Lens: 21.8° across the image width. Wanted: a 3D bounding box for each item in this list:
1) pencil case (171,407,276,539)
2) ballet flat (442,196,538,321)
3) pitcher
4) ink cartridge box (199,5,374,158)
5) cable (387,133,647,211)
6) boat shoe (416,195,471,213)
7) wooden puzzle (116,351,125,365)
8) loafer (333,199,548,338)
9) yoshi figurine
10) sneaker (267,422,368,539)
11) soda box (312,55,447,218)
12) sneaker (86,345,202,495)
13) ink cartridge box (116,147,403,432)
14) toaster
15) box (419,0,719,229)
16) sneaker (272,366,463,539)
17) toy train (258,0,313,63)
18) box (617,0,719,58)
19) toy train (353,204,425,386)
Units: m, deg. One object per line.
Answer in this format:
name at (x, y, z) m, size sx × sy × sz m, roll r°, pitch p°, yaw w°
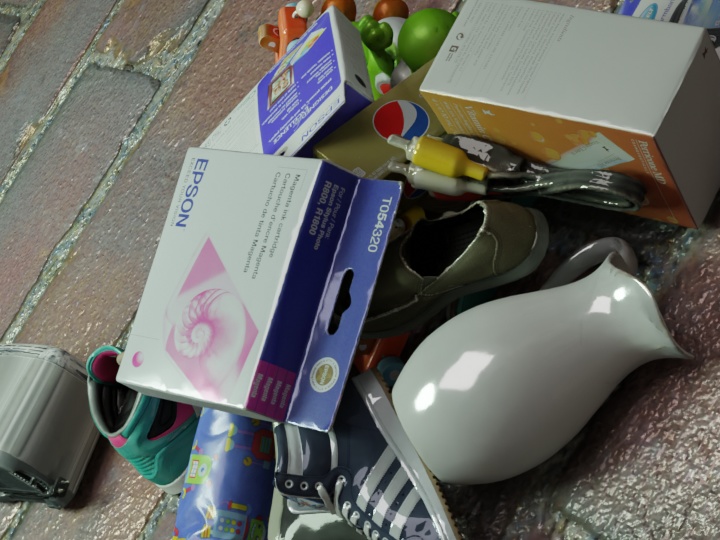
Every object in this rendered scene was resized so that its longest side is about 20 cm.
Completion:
pencil case at (-0.103, 0.145, 1.526) m, size 0.087 × 0.078 × 0.201 m, roll -6°, pitch 69°, yaw 43°
ballet flat at (0.100, -0.045, 1.494) m, size 0.064 × 0.067 × 0.200 m, roll 19°, pitch 69°, yaw 30°
pitcher at (0.125, 0.058, 1.360) m, size 0.200 × 0.121 × 0.172 m, roll -32°, pitch 21°, yaw 11°
ink cartridge box at (-0.070, -0.104, 1.555) m, size 0.198 × 0.043 × 0.200 m, roll -44°, pitch 23°, yaw 20°
cable at (0.118, -0.058, 1.388) m, size 0.200 × 0.097 × 0.050 m, roll 19°, pitch 73°, yaw 27°
boat shoe at (0.043, -0.098, 1.609) m, size 0.200 × 0.064 × 0.071 m, roll 11°, pitch 70°, yaw 52°
wooden puzzle at (-0.103, -0.003, 1.569) m, size 0.185 × 0.037 × 0.200 m, roll -23°, pitch 27°, yaw 50°
loafer at (0.046, -0.010, 1.416) m, size 0.200 × 0.070 × 0.075 m, roll -26°, pitch 50°, yaw 33°
yoshi figurine at (0.044, -0.205, 1.663) m, size 0.112 × 0.112 × 0.200 m, roll -43°, pitch 37°, yaw -1°
sneaker at (-0.009, 0.140, 1.473) m, size 0.106 × 0.075 × 0.200 m, roll -18°, pitch 58°, yaw 33°
soda box at (0.054, -0.114, 1.510) m, size 0.064 × 0.068 × 0.200 m, roll 38°, pitch 62°, yaw 25°
sneaker at (-0.181, 0.085, 1.658) m, size 0.084 × 0.121 × 0.200 m, roll -19°, pitch 48°, yaw 38°
ink cartridge box at (-0.079, 0.009, 1.406) m, size 0.200 × 0.043 × 0.197 m, roll 7°, pitch 76°, yaw 41°
toaster at (-0.319, 0.145, 1.771) m, size 0.200 × 0.114 × 0.129 m, roll -4°, pitch 56°, yaw 49°
box at (0.166, -0.120, 1.389) m, size 0.200 × 0.124 × 0.098 m, roll 15°, pitch 67°, yaw 34°
sneaker at (0.007, 0.177, 1.353) m, size 0.108 × 0.070 × 0.200 m, roll -25°, pitch 64°, yaw -4°
toy train at (-0.072, -0.145, 1.709) m, size 0.150 × 0.055 × 0.200 m, roll 101°, pitch 166°, yaw -47°
box at (0.285, -0.204, 1.450) m, size 0.200 × 0.041 × 0.119 m, roll 18°, pitch 75°, yaw 55°
toy train at (0.000, 0.000, 1.550) m, size 0.150 × 0.056 × 0.200 m, roll -63°, pitch 29°, yaw 22°
